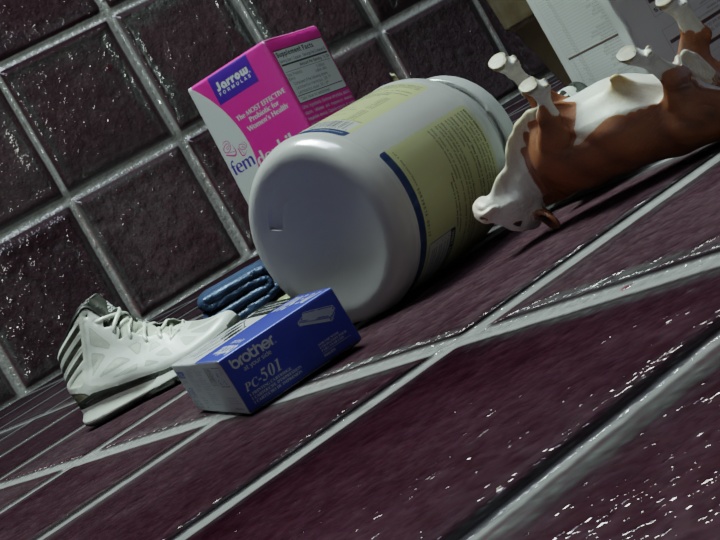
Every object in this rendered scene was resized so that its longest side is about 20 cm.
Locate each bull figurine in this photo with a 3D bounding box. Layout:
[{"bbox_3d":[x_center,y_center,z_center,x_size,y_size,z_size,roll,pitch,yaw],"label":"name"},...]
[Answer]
[{"bbox_3d":[0.154,-0.098,1.063,0.199,0.122,0.065,-22,42,16],"label":"bull figurine"}]

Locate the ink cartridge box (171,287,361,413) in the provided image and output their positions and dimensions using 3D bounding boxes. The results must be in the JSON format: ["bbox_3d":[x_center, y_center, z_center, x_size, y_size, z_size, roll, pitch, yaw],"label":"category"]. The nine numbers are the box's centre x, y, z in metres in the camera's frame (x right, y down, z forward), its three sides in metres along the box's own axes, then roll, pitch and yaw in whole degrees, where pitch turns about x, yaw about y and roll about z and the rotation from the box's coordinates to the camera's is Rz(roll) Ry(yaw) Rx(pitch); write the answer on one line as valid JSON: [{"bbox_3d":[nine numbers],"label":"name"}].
[{"bbox_3d":[-0.072,0.059,1.158,0.094,0.044,0.200,-33,5,-16],"label":"ink cartridge box"}]

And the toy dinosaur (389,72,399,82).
[{"bbox_3d":[0.098,-0.137,1.791,0.088,0.200,0.048,19,65,39],"label":"toy dinosaur"}]

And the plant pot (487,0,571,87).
[{"bbox_3d":[0.246,-0.233,1.526,0.199,0.174,0.200,-30,5,3],"label":"plant pot"}]

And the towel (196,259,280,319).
[{"bbox_3d":[-0.144,0.029,1.965,0.111,0.049,0.200,-31,4,-4],"label":"towel"}]

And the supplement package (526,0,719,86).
[{"bbox_3d":[0.217,-0.210,1.282,0.109,0.201,0.114,-32,6,-20],"label":"supplement package"}]

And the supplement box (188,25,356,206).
[{"bbox_3d":[-0.053,-0.109,1.484,0.101,0.201,0.103,-28,0,32],"label":"supplement box"}]

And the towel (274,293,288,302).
[{"bbox_3d":[0.000,0.000,1.415,0.200,0.037,0.148,-34,5,-41],"label":"towel"}]

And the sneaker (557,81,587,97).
[{"bbox_3d":[0.151,-0.095,1.239,0.088,0.074,0.200,-28,4,1],"label":"sneaker"}]

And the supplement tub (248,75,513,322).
[{"bbox_3d":[0.024,-0.062,1.238,0.145,0.145,0.200,-26,6,41],"label":"supplement tub"}]

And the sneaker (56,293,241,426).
[{"bbox_3d":[-0.220,0.064,1.609,0.200,0.116,0.076,-29,4,15],"label":"sneaker"}]
